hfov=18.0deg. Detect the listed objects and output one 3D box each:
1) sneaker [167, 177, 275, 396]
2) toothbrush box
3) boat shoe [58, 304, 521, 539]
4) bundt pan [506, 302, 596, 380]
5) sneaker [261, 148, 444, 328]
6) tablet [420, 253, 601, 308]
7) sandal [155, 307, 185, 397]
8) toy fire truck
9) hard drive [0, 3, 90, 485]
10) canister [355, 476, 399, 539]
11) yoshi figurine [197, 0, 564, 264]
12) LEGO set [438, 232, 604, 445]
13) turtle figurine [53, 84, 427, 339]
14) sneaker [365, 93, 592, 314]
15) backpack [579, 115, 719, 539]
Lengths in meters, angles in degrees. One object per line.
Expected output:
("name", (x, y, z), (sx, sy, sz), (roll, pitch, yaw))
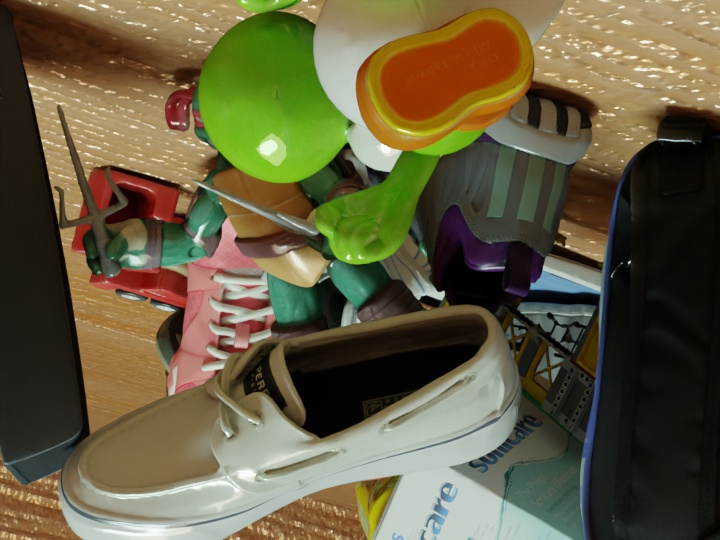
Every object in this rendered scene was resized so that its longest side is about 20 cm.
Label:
("sneaker", (-0.060, 0.036, 1.210), (0.073, 0.087, 0.201), (4, 130, -8))
("toothbrush box", (0.118, 0.140, 1.035), (0.199, 0.086, 0.146), (30, -158, 14))
("boat shoe", (-0.032, 0.060, 0.937), (0.198, 0.072, 0.066), (-11, 141, 3))
("bundt pan", (0.169, 0.071, 1.320), (0.200, 0.076, 0.202), (9, 175, 1))
("sneaker", (0.000, 0.000, 1.159), (0.074, 0.087, 0.200), (5, 169, 31))
("tablet", (0.077, 0.007, 1.314), (0.129, 0.014, 0.199), (20, 169, -37))
("sandal", (-0.084, 0.076, 1.384), (0.057, 0.080, 0.201), (-32, 164, 4))
("toy fire truck", (-0.091, -0.004, 1.353), (0.199, 0.049, 0.141), (18, 169, -27))
("hard drive", (-0.153, -0.012, 0.996), (0.042, 0.202, 0.135), (-10, 171, -6))
("canister", (0.072, 0.150, 1.405), (0.147, 0.087, 0.200), (-8, -175, -4))
("yoshi figurine", (-0.008, -0.067, 0.775), (0.111, 0.113, 0.200), (29, 172, -2))
("LEGO set", (0.144, 0.014, 1.088), (0.199, 0.117, 0.154), (17, -164, -32))
("turtle figurine", (-0.036, -0.015, 1.001), (0.149, 0.101, 0.201), (-9, 124, 46))
("sneaker", (0.039, -0.019, 0.995), (0.074, 0.088, 0.200), (14, 170, -9))
("backpack", (0.189, 0.057, 0.909), (0.182, 0.202, 0.147), (5, 168, 30))
